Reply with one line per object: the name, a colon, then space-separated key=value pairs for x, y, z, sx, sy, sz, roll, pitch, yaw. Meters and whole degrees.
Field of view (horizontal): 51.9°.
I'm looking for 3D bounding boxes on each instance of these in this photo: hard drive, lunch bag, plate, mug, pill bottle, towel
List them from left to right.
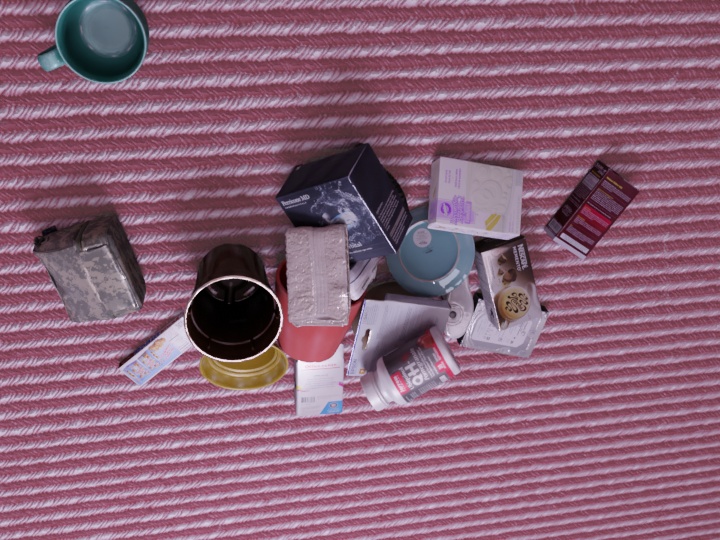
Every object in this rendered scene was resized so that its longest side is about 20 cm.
lunch bag: x=-0.549 y=0.000 z=1.502 sx=0.166 sy=0.140 sz=0.202 roll=-17 pitch=119 yaw=-3
mug: x=-0.468 y=-0.422 z=1.309 sx=0.182 sy=0.115 sz=0.154 roll=7 pitch=117 yaw=-14
towel: x=-0.086 y=0.011 z=1.469 sx=0.131 sy=0.034 sz=0.203 roll=-2 pitch=94 yaw=16
pill bottle: x=0.102 y=0.213 z=1.566 sx=0.199 sy=0.111 sz=0.111 roll=-31 pitch=120 yaw=6
plate: x=0.151 y=-0.043 z=1.622 sx=0.197 sy=0.026 sz=0.203 roll=-1 pitch=87 yaw=12
hard drive: x=0.351 y=0.138 z=1.822 sx=0.197 sy=0.038 sz=0.141 roll=11 pitch=115 yaw=-18

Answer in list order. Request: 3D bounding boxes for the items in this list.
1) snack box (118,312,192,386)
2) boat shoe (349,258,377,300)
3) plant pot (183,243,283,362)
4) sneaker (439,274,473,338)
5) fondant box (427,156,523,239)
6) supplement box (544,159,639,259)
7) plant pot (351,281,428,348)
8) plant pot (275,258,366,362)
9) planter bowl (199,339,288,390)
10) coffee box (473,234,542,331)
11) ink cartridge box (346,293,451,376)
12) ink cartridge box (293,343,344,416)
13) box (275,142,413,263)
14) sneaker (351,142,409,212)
snack box: x=-0.454 y=0.181 z=1.685 sx=0.199 sy=0.024 sz=0.072 roll=-38 pitch=119 yaw=9
boat shoe: x=0.000 y=0.000 z=1.588 sx=0.073 sy=0.200 sz=0.067 roll=-21 pitch=107 yaw=32
plant pot: x=-0.270 y=0.053 z=1.555 sx=0.197 sy=0.199 sz=0.203 roll=-5 pitch=119 yaw=-10
sneaker: x=0.210 y=0.047 z=1.694 sx=0.072 sy=0.112 sz=0.203 roll=-1 pitch=97 yaw=-9
fondant box: x=0.248 y=-0.154 z=1.595 sx=0.197 sy=0.058 sz=0.147 roll=7 pitch=82 yaw=-14
supplement box: x=0.529 y=-0.138 z=1.698 sx=0.108 sy=0.061 sz=0.201 roll=28 pitch=110 yaw=-24
plant pot: x=0.087 y=0.146 z=1.716 sx=0.197 sy=0.135 sz=0.203 roll=-5 pitch=118 yaw=-9
plant pot: x=-0.101 y=0.091 z=1.625 sx=0.198 sy=0.201 sz=0.179 roll=6 pitch=125 yaw=-14
planter bowl: x=-0.264 y=0.184 z=1.677 sx=0.197 sy=0.084 sz=0.202 roll=-4 pitch=139 yaw=-4
coffee box: x=0.337 y=0.021 z=1.709 sx=0.112 sy=0.080 sz=0.202 roll=-18 pitch=109 yaw=-5
ink cartridge box: x=0.079 y=0.147 z=1.613 sx=0.197 sy=0.041 sz=0.202 roll=7 pitch=116 yaw=-15
ink cartridge box: x=-0.100 y=0.245 z=1.767 sx=0.113 sy=0.068 sz=0.202 roll=-3 pitch=119 yaw=-10
box: x=-0.032 y=-0.126 z=1.507 sx=0.195 sy=0.118 sz=0.201 roll=-11 pitch=126 yaw=36
sneaker: x=0.033 y=-0.175 z=1.576 sx=0.085 sy=0.078 sz=0.200 roll=-37 pitch=110 yaw=17
